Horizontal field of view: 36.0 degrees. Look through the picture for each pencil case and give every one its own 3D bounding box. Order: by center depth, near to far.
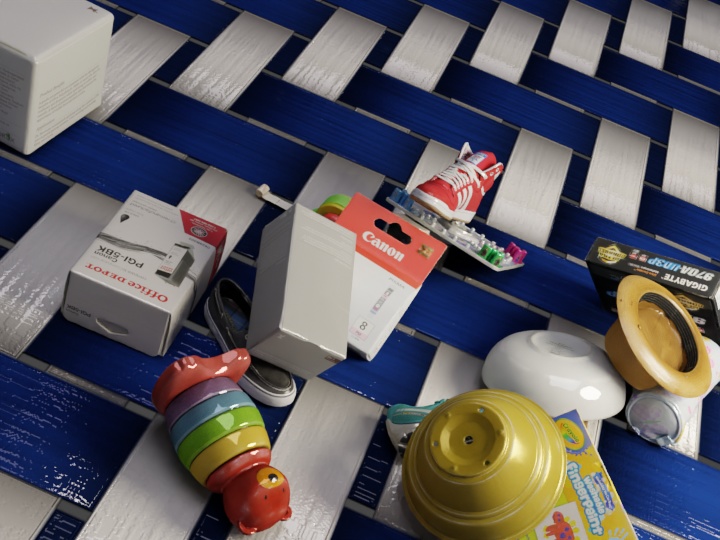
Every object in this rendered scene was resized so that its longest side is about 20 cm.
[{"bbox_3d":[0.459,0.170,1.599,0.091,0.083,0.200,48,44,4],"label":"pencil case"}]

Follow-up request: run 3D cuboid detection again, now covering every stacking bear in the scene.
[{"bbox_3d":[-0.148,0.205,1.268,0.121,0.114,0.200,-5,55,-48],"label":"stacking bear"}]

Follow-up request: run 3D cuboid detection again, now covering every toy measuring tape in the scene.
[{"bbox_3d":[-0.064,-0.098,1.686,0.200,0.074,0.074,29,40,9],"label":"toy measuring tape"}]

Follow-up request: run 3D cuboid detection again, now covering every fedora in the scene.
[{"bbox_3d":[0.394,0.102,1.518,0.200,0.082,0.201,28,41,-28],"label":"fedora"}]

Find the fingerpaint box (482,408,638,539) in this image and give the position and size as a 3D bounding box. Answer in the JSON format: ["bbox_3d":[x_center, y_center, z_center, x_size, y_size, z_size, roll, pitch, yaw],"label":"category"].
[{"bbox_3d":[0.221,0.287,1.303,0.167,0.073,0.200,-24,46,5],"label":"fingerpaint box"}]

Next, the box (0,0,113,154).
[{"bbox_3d":[-0.512,-0.319,1.661,0.200,0.171,0.199,28,39,8],"label":"box"}]

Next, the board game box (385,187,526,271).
[{"bbox_3d":[0.154,-0.066,1.710,0.200,0.026,0.200,34,12,15],"label":"board game box"}]

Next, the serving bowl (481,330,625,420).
[{"bbox_3d":[0.269,0.130,1.520,0.200,0.066,0.200,7,21,-3],"label":"serving bowl"}]

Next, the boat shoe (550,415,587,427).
[{"bbox_3d":[0.255,0.225,1.456,0.072,0.072,0.200,20,34,4],"label":"boat shoe"}]

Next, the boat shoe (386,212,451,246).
[{"bbox_3d":[0.077,-0.032,1.682,0.075,0.093,0.200,34,12,23],"label":"boat shoe"}]

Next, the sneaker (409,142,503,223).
[{"bbox_3d":[0.142,-0.133,1.616,0.071,0.113,0.200,35,12,18],"label":"sneaker"}]

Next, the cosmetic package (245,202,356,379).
[{"bbox_3d":[-0.074,0.026,1.423,0.107,0.090,0.200,29,51,-27],"label":"cosmetic package"}]

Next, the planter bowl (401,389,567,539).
[{"bbox_3d":[0.133,0.211,1.284,0.200,0.083,0.201,-10,55,14],"label":"planter bowl"}]

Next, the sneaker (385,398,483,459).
[{"bbox_3d":[0.128,0.195,1.433,0.200,0.078,0.080,2,34,-22],"label":"sneaker"}]

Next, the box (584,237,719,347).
[{"bbox_3d":[0.446,0.033,1.648,0.200,0.159,0.046,19,69,32],"label":"box"}]

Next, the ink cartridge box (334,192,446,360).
[{"bbox_3d":[0.000,0.000,1.538,0.162,0.057,0.200,32,81,14],"label":"ink cartridge box"}]

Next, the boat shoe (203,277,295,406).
[{"bbox_3d":[-0.140,0.087,1.439,0.070,0.066,0.200,-9,47,-32],"label":"boat shoe"}]

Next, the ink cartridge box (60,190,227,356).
[{"bbox_3d":[-0.281,0.000,1.464,0.147,0.083,0.200,23,38,1],"label":"ink cartridge box"}]
